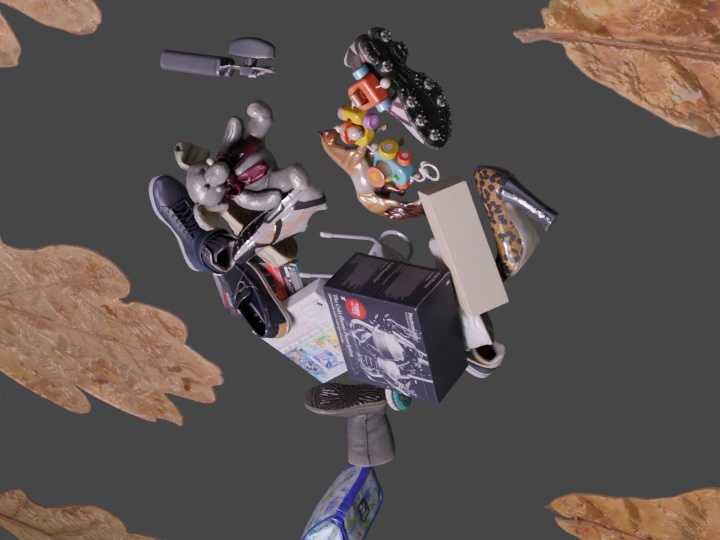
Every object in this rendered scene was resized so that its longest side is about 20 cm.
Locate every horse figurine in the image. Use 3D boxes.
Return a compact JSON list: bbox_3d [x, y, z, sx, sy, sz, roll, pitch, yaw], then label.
[{"bbox_3d":[0.026,-0.150,1.582,0.132,0.050,0.200,-18,115,32],"label":"horse figurine"}]

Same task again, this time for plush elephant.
[{"bbox_3d":[-0.212,-0.157,1.616,0.200,0.155,0.165,-29,87,48],"label":"plush elephant"}]

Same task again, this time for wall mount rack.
[{"bbox_3d":[0.000,0.000,1.714,0.173,0.075,0.200,34,136,3],"label":"wall mount rack"}]

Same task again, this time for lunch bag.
[{"bbox_3d":[-0.035,0.517,2.132,0.127,0.170,0.200,25,135,9],"label":"lunch bag"}]

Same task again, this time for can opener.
[{"bbox_3d":[-0.220,-0.337,1.572,0.199,0.053,0.067,12,101,22],"label":"can opener"}]

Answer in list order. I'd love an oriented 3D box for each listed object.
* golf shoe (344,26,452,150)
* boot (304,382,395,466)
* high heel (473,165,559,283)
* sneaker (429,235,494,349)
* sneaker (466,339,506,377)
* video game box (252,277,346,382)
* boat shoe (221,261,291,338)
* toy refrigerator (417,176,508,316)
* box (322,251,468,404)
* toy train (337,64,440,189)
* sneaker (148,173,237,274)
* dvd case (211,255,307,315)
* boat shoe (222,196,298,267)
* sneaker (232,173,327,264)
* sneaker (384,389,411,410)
[{"bbox_3d":[0.057,-0.259,1.461,0.200,0.077,0.088,53,150,-12],"label":"golf shoe"},{"bbox_3d":[-0.018,0.308,1.985,0.181,0.073,0.200,1,137,0],"label":"boot"},{"bbox_3d":[0.209,-0.070,1.545,0.142,0.071,0.200,39,141,11],"label":"high heel"},{"bbox_3d":[0.146,0.041,1.631,0.080,0.070,0.201,-21,98,20],"label":"sneaker"},{"bbox_3d":[0.159,0.107,1.716,0.199,0.079,0.079,28,142,-9],"label":"sneaker"},{"bbox_3d":[-0.071,0.115,1.857,0.182,0.047,0.200,40,135,-19],"label":"video game box"},{"bbox_3d":[-0.203,0.045,1.819,0.200,0.062,0.075,51,131,21],"label":"boat shoe"},{"bbox_3d":[0.160,-0.039,1.536,0.070,0.076,0.201,-23,103,-4],"label":"toy refrigerator"},{"bbox_3d":[0.059,0.091,1.615,0.182,0.104,0.201,11,132,34],"label":"box"},{"bbox_3d":[0.024,-0.194,1.458,0.200,0.056,0.150,55,155,-16],"label":"toy train"},{"bbox_3d":[-0.287,-0.081,1.772,0.146,0.077,0.203,14,137,55],"label":"sneaker"},{"bbox_3d":[-0.186,0.033,1.894,0.199,0.022,0.146,4,130,26],"label":"dvd case"},{"bbox_3d":[-0.201,-0.081,1.766,0.200,0.072,0.065,42,137,-16],"label":"boat shoe"},{"bbox_3d":[-0.136,-0.073,1.685,0.200,0.074,0.080,-42,117,17],"label":"sneaker"},{"bbox_3d":[0.088,0.186,1.834,0.079,0.078,0.201,11,133,10],"label":"sneaker"}]
